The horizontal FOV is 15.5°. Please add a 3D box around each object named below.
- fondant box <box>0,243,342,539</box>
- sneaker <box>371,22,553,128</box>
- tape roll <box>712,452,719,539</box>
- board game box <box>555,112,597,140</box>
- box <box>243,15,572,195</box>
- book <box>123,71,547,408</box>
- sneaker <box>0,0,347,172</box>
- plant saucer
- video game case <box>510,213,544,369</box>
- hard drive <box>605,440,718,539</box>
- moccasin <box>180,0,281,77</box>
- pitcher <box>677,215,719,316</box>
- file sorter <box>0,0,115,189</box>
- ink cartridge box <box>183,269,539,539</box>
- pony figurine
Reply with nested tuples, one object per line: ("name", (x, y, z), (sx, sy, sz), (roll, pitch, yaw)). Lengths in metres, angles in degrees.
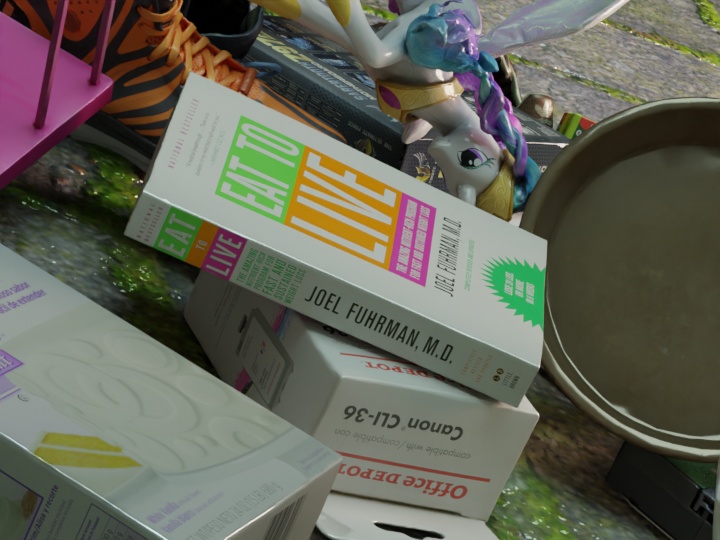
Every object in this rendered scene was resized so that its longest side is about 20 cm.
("fondant box", (-0.126, 0.069, 1.113), (0.200, 0.058, 0.144), (30, 22, 14))
("sneaker", (0.068, -0.123, 1.728), (0.070, 0.076, 0.200), (6, 29, -39))
("tape roll", (0.260, 0.125, 1.209), (0.202, 0.203, 0.071), (25, 22, 0))
("board game box", (0.215, -0.039, 1.696), (0.199, 0.048, 0.102), (25, 4, -1))
("box", (0.008, -0.097, 1.611), (0.200, 0.051, 0.157), (32, 22, 37))
("book", (-0.009, -0.012, 1.268), (0.199, 0.048, 0.134), (24, 25, -7))
("sneaker", (-0.091, -0.108, 1.357), (0.199, 0.112, 0.078), (18, 36, -4))
("plant saucer", (0.177, 0.006, 1.365), (0.200, 0.200, 0.029), (28, -20, 7))
("video game case", (0.139, 0.018, 1.556), (0.200, 0.024, 0.182), (-1, 34, -48))
("hard drive", (0.237, 0.128, 1.393), (0.140, 0.038, 0.200), (39, 25, 31))
("moccasin", (-0.089, -0.133, 1.432), (0.068, 0.201, 0.080), (21, 43, 30))
("pitcher", (0.227, -0.008, 1.483), (0.199, 0.121, 0.172), (-1, 59, -38))
("file sorter", (-0.221, -0.112, 1.242), (0.139, 0.126, 0.200), (31, 45, 15))
("ink cartridge box", (0.005, 0.055, 1.270), (0.116, 0.068, 0.200), (11, 26, -31))
("pony figurine", (0.042, -0.125, 1.416), (0.200, 0.166, 0.193), (49, 42, -10))
